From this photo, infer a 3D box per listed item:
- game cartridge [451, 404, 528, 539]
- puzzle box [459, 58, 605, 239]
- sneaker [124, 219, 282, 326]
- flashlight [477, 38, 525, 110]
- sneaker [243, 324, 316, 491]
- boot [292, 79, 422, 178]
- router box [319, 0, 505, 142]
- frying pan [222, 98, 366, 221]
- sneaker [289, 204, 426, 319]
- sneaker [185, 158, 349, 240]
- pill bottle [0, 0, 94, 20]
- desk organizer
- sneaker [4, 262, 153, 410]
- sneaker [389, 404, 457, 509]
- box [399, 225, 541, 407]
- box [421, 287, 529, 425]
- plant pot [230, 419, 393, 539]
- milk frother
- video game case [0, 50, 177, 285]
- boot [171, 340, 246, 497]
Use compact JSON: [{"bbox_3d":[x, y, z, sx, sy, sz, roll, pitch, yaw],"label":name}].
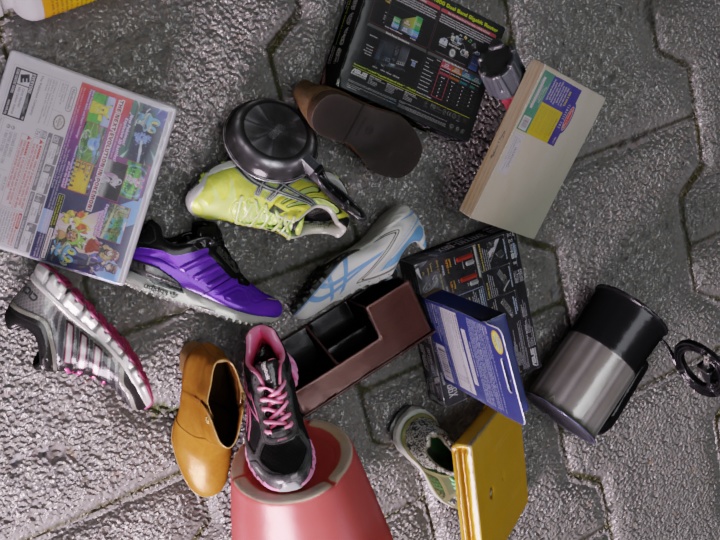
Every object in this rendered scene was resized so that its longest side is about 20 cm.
[{"bbox_3d":[0.175,0.270,1.239,0.200,0.032,0.179,-31,116,-61],"label":"game cartridge"},{"bbox_3d":[0.213,-0.145,1.158,0.132,0.025,0.202,14,107,-42],"label":"puzzle box"},{"bbox_3d":[-0.169,-0.003,1.077,0.198,0.069,0.101,20,88,-26],"label":"sneaker"},{"bbox_3d":[0.201,-0.192,1.177,0.068,0.068,0.200,-48,140,-6],"label":"flashlight"},{"bbox_3d":[-0.098,0.144,1.033,0.078,0.201,0.096,-11,138,-8],"label":"sneaker"},{"bbox_3d":[-0.001,-0.175,1.129,0.199,0.075,0.074,25,104,-45],"label":"boot"},{"bbox_3d":[0.064,-0.261,1.144,0.198,0.062,0.152,19,91,-26],"label":"router box"},{"bbox_3d":[-0.081,-0.122,1.068,0.114,0.031,0.191,-24,73,-30],"label":"frying pan"},{"bbox_3d":[0.000,0.000,1.152,0.199,0.072,0.073,-38,101,-14],"label":"sneaker"},{"bbox_3d":[-0.101,-0.078,1.081,0.197,0.077,0.076,-2,133,-22],"label":"sneaker"},{"bbox_3d":[-0.306,-0.318,0.938,0.198,0.113,0.114,-26,108,-18],"label":"pill bottle"},{"bbox_3d":[-0.016,0.089,1.162,0.199,0.072,0.078,-32,108,-17],"label":"desk organizer"},{"bbox_3d":[-0.310,0.089,1.029,0.087,0.074,0.201,-40,113,-7],"label":"sneaker"},{"bbox_3d":[0.121,0.265,1.242,0.200,0.088,0.077,45,80,-23],"label":"sneaker"},{"bbox_3d":[0.148,0.059,1.242,0.156,0.050,0.203,-20,106,-20],"label":"box"},{"bbox_3d":[0.140,0.098,1.108,0.032,0.200,0.123,-21,106,-16],"label":"box"},{"bbox_3d":[-0.064,0.284,1.084,0.198,0.200,0.179,-20,120,-20],"label":"plant pot"},{"bbox_3d":[0.364,0.153,1.276,0.180,0.199,0.189,40,82,-28],"label":"milk frother"},{"bbox_3d":[-0.310,-0.106,0.999,0.180,0.023,0.203,18,91,-11],"label":"video game case"},{"bbox_3d":[-0.169,0.184,1.066,0.070,0.144,0.204,-8,102,-22],"label":"boot"}]
